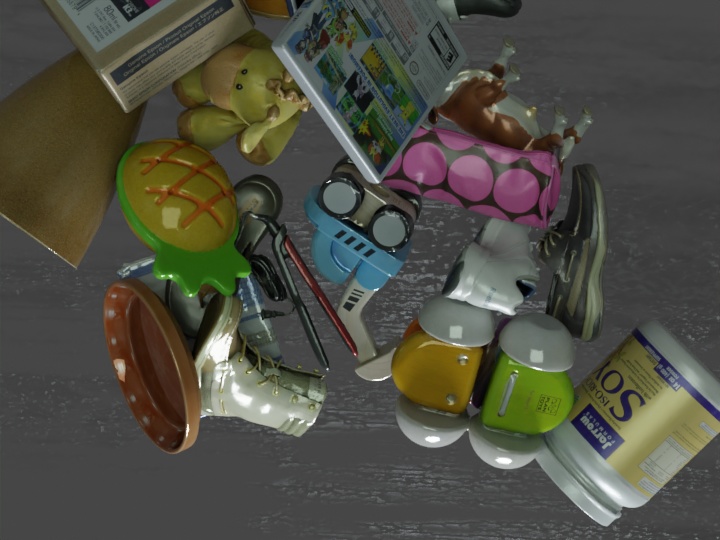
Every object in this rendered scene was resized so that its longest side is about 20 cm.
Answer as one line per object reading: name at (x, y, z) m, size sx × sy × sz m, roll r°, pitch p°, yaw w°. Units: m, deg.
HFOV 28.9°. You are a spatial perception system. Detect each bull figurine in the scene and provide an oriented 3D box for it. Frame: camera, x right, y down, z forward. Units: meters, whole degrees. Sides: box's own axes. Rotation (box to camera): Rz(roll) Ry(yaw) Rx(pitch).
bull figurine at (0.152, -0.175, 1.523) m, size 0.200 × 0.065 × 0.121 m, roll 36°, pitch 132°, yaw -11°

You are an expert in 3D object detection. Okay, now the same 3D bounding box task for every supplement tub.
supplement tub at (0.300, 0.168, 1.542) m, size 0.145 × 0.145 × 0.200 m, roll 43°, pitch 98°, yaw -5°

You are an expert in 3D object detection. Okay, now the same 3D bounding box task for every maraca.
maraca at (-0.187, -0.058, 1.481) m, size 0.137 × 0.107 × 0.200 m, roll -3°, pitch 58°, yaw -33°

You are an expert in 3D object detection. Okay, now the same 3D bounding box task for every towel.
towel at (-0.177, 0.064, 1.606) m, size 0.147 × 0.024 × 0.200 m, roll -19°, pitch 100°, yaw 3°

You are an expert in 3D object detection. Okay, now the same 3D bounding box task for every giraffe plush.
giraffe plush at (-0.110, -0.192, 1.488) m, size 0.200 × 0.162 × 0.173 m, roll -3°, pitch 99°, yaw 3°

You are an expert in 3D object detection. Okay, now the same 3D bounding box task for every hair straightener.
hair straightener at (-0.082, 0.026, 1.527) m, size 0.077 × 0.041 × 0.200 m, roll -31°, pitch 102°, yaw -4°

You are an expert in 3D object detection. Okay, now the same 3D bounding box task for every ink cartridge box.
ink cartridge box at (-0.233, -0.283, 1.454) m, size 0.165 × 0.075 × 0.200 m, roll -37°, pitch 55°, yaw -6°

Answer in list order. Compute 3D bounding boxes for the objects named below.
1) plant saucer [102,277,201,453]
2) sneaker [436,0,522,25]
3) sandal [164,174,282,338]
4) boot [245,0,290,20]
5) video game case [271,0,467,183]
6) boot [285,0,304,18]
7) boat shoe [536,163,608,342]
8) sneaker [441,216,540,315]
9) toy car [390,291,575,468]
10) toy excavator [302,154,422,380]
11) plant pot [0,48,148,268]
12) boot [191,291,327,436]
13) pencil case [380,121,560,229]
plant saucer at (-0.226, 0.103, 1.540) m, size 0.032 × 0.200 × 0.200 m, roll -21°, pitch 100°, yaw -29°
sneaker at (0.074, -0.286, 1.515) m, size 0.200 × 0.074 × 0.089 m, roll 15°, pitch 107°, yaw 13°
sandal at (-0.152, -0.015, 1.552) m, size 0.082 × 0.055 × 0.200 m, roll 35°, pitch 98°, yaw -7°
boot at (-0.051, -0.339, 1.471) m, size 0.201 × 0.071 × 0.144 m, roll 9°, pitch 121°, yaw 25°
video game case at (0.015, -0.219, 1.398) m, size 0.182 × 0.022 × 0.200 m, roll -55°, pitch 134°, yaw -20°
boot at (-0.026, -0.234, 1.427) m, size 0.073 × 0.090 × 0.200 m, roll -1°, pitch 127°, yaw 31°
boat shoe at (0.233, -0.018, 1.550) m, size 0.073 × 0.074 × 0.200 m, roll 1°, pitch 98°, yaw 2°
sneaker at (0.152, -0.004, 1.497) m, size 0.087 × 0.200 × 0.075 m, roll 29°, pitch 122°, yaw 7°
toy car at (0.136, 0.105, 1.530) m, size 0.200 × 0.150 × 0.175 m, roll 16°, pitch 113°, yaw 2°
toy excavator at (0.000, 0.000, 1.563) m, size 0.194 × 0.100 × 0.200 m, roll 34°, pitch 113°, yaw -4°
plant pot at (-0.323, -0.135, 1.512) m, size 0.186 × 0.186 × 0.200 m, roll 37°, pitch 83°, yaw -4°
boot at (-0.109, 0.107, 1.532) m, size 0.155 × 0.072 × 0.200 m, roll 16°, pitch 139°, yaw -6°
pencil case at (0.116, -0.112, 1.491) m, size 0.200 × 0.091 × 0.094 m, roll 16°, pitch 121°, yaw 9°
